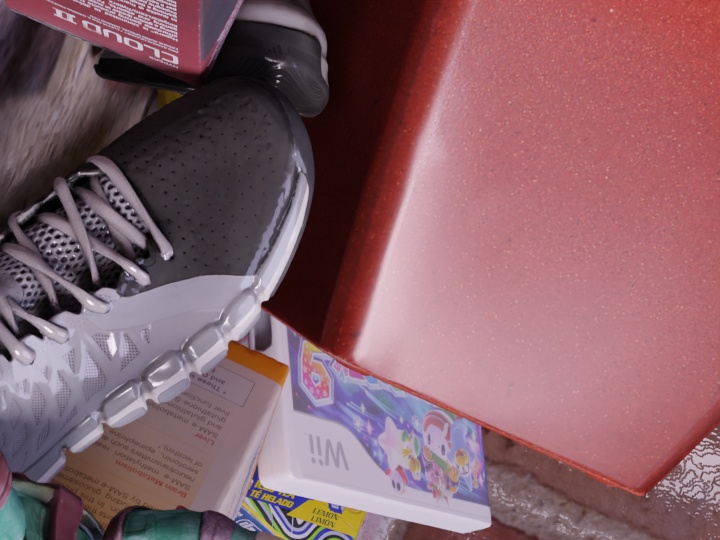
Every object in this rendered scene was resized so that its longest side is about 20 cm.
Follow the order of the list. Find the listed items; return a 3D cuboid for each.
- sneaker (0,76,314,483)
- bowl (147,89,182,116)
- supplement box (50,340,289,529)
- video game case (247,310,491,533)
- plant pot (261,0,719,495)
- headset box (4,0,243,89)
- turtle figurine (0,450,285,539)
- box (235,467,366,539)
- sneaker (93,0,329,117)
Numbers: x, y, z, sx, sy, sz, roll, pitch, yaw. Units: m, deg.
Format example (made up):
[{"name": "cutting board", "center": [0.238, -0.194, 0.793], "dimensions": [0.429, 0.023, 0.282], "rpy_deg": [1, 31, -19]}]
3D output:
[{"name": "sneaker", "center": [-0.099, 0.010, 0.718], "dimensions": [0.200, 0.075, 0.116], "rpy_deg": [-47, 159, -2]}, {"name": "bowl", "center": [-0.033, -0.063, 1.097], "dimensions": [0.107, 0.201, 0.201], "rpy_deg": [-18, -153, 31]}, {"name": "supplement box", "center": [-0.118, 0.094, 0.834], "dimensions": [0.200, 0.125, 0.074], "rpy_deg": [-62, 175, -48]}, {"name": "video game case", "center": [0.000, 0.000, 0.999], "dimensions": [0.143, 0.018, 0.202], "rpy_deg": [20, 59, -52]}, {"name": "plant pot", "center": [0.061, -0.035, 0.879], "dimensions": [0.177, 0.199, 0.200], "rpy_deg": [-64, -160, 1]}, {"name": "headset box", "center": [-0.050, -0.158, 0.722], "dimensions": [0.200, 0.075, 0.150], "rpy_deg": [101, 12, -71]}, {"name": "turtle figurine", "center": [-0.101, 0.102, 0.686], "dimensions": [0.150, 0.101, 0.200], "rpy_deg": [-46, 133, -4]}, {"name": "box", "center": [-0.086, 0.115, 1.078], "dimensions": [0.199, 0.070, 0.065], "rpy_deg": [-21, -145, 45]}, {"name": "sneaker", "center": [-0.051, -0.120, 0.874], "dimensions": [0.200, 0.075, 0.116], "rpy_deg": [-158, -101, -73]}]
